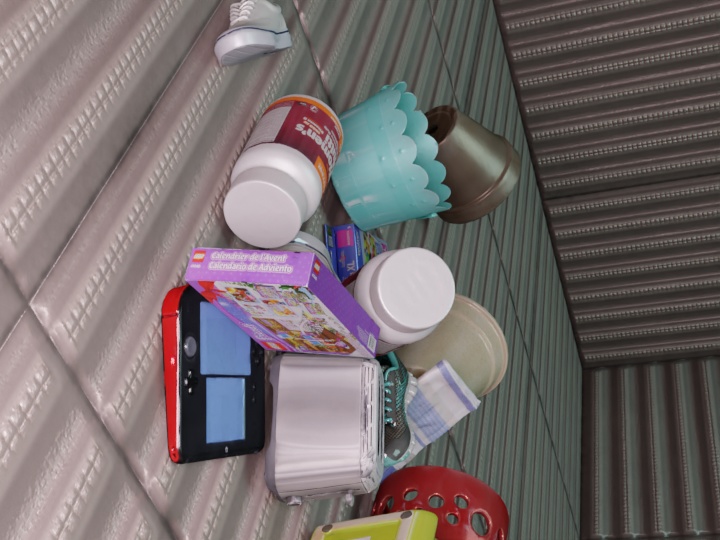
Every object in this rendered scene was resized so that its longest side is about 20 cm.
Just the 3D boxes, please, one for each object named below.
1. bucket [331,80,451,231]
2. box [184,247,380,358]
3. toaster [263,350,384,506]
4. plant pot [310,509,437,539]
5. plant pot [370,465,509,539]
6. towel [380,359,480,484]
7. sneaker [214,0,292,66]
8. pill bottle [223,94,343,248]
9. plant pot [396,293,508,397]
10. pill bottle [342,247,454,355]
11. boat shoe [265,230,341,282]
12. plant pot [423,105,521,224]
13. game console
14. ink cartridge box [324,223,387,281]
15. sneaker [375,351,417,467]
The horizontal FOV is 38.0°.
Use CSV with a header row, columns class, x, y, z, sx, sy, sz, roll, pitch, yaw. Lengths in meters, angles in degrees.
class,x,y,z,sx,sy,sz,roll,pitch,yaw
bucket,0.038,-0.163,1.553,0.207,0.134,0.208,-20,90,-75
box,-0.076,0.036,1.089,0.200,0.136,0.039,52,45,-58
toaster,-0.039,0.176,1.226,0.114,0.128,0.201,76,13,-64
plant pot,0.020,0.408,1.247,0.200,0.198,0.182,-63,134,-59
plant pot,0.102,0.405,1.472,0.183,0.199,0.201,-73,149,-47
towel,0.072,0.219,1.490,0.024,0.200,0.147,51,-1,40
sneaker,-0.137,-0.292,1.261,0.200,0.073,0.071,-60,130,-75
pill bottle,-0.091,-0.119,1.244,0.200,0.109,0.110,-73,149,-52
plant pot,0.110,0.163,1.644,0.184,0.200,0.201,-46,127,-53
pill bottle,0.037,0.037,1.245,0.200,0.109,0.110,143,-56,-71
boat shoe,-0.069,0.019,1.328,0.200,0.071,0.070,64,23,-59
plant pot,0.185,-0.221,2.020,0.174,0.199,0.201,46,38,-36
game console,-0.149,0.109,1.106,0.200,0.031,0.178,17,67,-69
ink cartridge box,0.000,0.000,1.581,0.200,0.042,0.120,21,62,-67
sneaker,0.025,0.167,1.330,0.200,0.077,0.092,-85,157,-58
